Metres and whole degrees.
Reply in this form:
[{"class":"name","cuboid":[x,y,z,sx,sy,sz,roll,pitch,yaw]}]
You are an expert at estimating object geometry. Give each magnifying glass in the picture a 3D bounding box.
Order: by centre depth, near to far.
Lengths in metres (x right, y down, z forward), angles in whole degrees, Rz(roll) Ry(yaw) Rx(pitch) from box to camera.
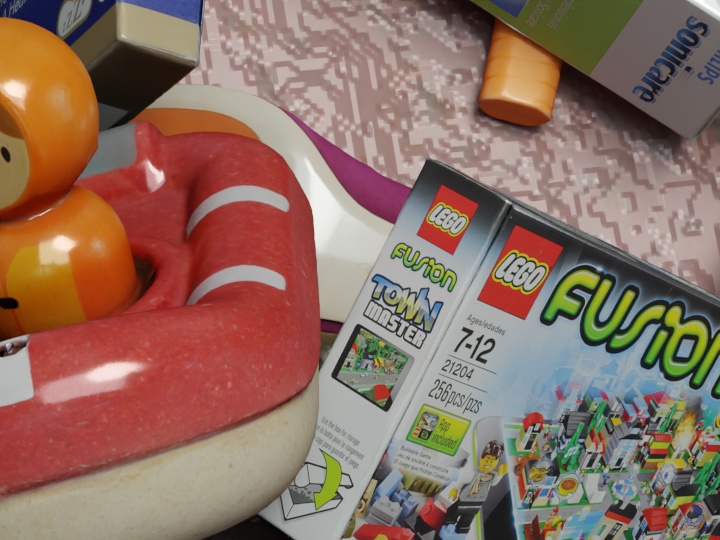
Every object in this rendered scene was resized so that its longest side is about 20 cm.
[{"class":"magnifying glass","cuboid":[0.072,-0.144,1.029,0.079,0.022,0.201,15,71,-6]}]

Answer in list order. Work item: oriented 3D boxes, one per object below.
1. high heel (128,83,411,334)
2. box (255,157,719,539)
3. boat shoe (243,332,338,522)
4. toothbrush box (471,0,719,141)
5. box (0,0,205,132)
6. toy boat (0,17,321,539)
[{"class":"high heel","cuboid":[0.000,0.000,0.967,0.200,0.096,0.068,27,86,18]},{"class":"box","cuboid":[0.065,0.049,0.875,0.035,0.200,0.110,31,96,42]},{"class":"boat shoe","cuboid":[-0.059,0.044,0.922,0.199,0.065,0.073,16,71,14]},{"class":"toothbrush box","cuboid":[0.070,-0.163,0.980,0.200,0.086,0.146,31,68,1]},{"class":"box","cuboid":[-0.077,-0.138,0.942,0.032,0.121,0.201,16,67,-23]},{"class":"toy boat","cuboid":[-0.083,-0.005,0.798,0.130,0.200,0.131,-16,114,5]}]
